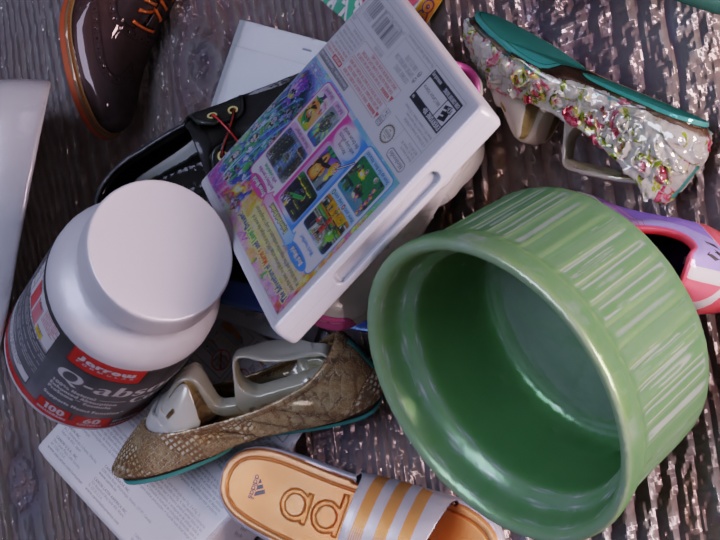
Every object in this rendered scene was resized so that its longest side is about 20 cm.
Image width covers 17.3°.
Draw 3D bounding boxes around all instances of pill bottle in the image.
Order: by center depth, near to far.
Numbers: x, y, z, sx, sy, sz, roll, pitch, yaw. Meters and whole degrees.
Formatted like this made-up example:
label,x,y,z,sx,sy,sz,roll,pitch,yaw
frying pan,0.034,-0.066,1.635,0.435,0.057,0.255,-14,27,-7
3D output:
label,x,y,z,sx,sy,sz,roll,pitch,yaw
pill bottle,-0.157,0.022,1.531,0.200,0.115,0.117,134,129,-61

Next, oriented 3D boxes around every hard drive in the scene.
label,x,y,z,sx,sy,sz,roll,pitch,yaw
hard drive,-0.059,-0.060,1.608,0.131,0.026,0.201,18,88,32

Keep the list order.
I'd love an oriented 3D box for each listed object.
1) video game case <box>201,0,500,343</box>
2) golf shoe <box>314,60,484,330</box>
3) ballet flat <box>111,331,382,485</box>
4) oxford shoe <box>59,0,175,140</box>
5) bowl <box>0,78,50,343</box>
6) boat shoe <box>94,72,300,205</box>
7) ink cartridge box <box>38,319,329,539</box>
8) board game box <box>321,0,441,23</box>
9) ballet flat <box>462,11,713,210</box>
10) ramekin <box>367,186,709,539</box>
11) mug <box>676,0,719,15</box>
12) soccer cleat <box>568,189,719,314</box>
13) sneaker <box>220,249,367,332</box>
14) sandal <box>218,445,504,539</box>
label,x,y,z,sx,sy,sz,roll,pitch,yaw
video game case,-0.012,-0.071,1.452,0.182,0.024,0.200,-47,32,11
golf shoe,0.018,-0.052,1.466,0.075,0.092,0.200,27,57,7
ballet flat,-0.082,0.083,1.550,0.199,0.066,0.071,-19,25,14
oxford shoe,-0.167,-0.194,1.699,0.072,0.071,0.202,-3,79,31
bowl,-0.275,-0.039,1.674,0.200,0.074,0.201,167,113,-78
boat shoe,-0.087,-0.075,1.578,0.201,0.063,0.074,-30,64,20
ink cartridge box,-0.105,0.103,1.625,0.200,0.050,0.161,-47,56,-2
board game box,-0.012,-0.237,1.621,0.200,0.030,0.096,45,108,35
ballet flat,0.129,-0.098,1.463,0.200,0.075,0.064,33,108,38
ramekin,0.108,0.049,1.383,0.199,0.098,0.201,30,137,32
mug,0.220,-0.230,1.387,0.185,0.114,0.153,-120,49,-65
soccer cleat,0.141,-0.014,1.434,0.199,0.076,0.067,13,89,37
sneaker,0.000,0.000,1.519,0.199,0.070,0.078,10,89,18
sandal,-0.010,0.165,1.504,0.205,0.059,0.080,15,88,23
